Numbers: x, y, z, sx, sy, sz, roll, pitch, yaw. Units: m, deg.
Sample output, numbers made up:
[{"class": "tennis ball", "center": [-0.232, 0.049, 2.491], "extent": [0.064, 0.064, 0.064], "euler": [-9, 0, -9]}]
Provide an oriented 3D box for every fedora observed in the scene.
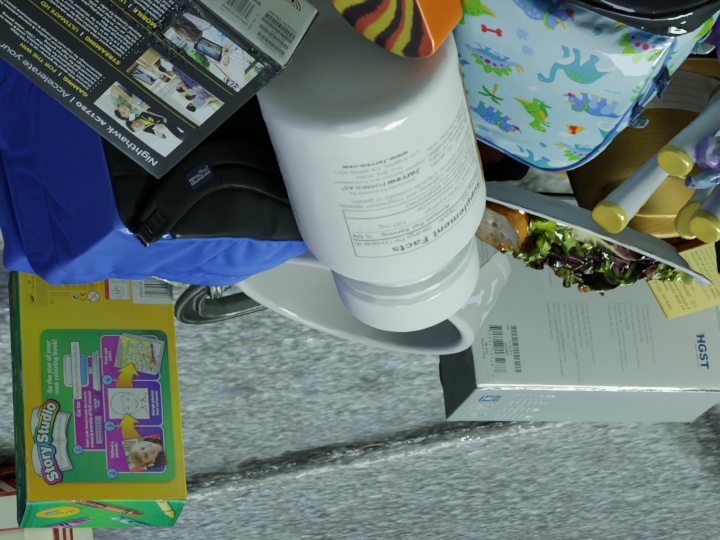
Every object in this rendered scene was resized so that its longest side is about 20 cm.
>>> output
[{"class": "fedora", "center": [0.198, -0.074, 1.612], "extent": [0.200, 0.082, 0.201], "euler": [-4, 158, -2]}]

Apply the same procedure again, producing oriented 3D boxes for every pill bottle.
[{"class": "pill bottle", "center": [0.013, -0.059, 1.374], "extent": [0.114, 0.114, 0.200], "euler": [-8, 141, 6]}]

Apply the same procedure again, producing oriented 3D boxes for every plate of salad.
[{"class": "plate of salad", "center": [0.131, -0.015, 1.553], "extent": [0.200, 0.048, 0.200], "euler": [19, 178, 1]}]

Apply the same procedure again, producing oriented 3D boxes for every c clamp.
[{"class": "c clamp", "center": [-0.047, -0.005, 1.773], "extent": [0.200, 0.027, 0.171], "euler": [-17, 168, -3]}]

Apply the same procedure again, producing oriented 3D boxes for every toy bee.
[{"class": "toy bee", "center": [-0.009, -0.210, 1.242], "extent": [0.109, 0.200, 0.131], "euler": [13, -155, 29]}]

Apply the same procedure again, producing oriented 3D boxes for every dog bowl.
[{"class": "dog bowl", "center": [0.000, 0.000, 1.618], "extent": [0.200, 0.059, 0.200], "euler": [16, 165, 4]}]

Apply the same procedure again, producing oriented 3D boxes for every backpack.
[{"class": "backpack", "center": [0.117, -0.146, 1.357], "extent": [0.163, 0.154, 0.200], "euler": [25, 171, 0]}, {"class": "backpack", "center": [-0.122, -0.071, 1.462], "extent": [0.200, 0.163, 0.168], "euler": [-1, 166, -43]}]

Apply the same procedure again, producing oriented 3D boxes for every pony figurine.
[{"class": "pony figurine", "center": [0.241, -0.111, 1.424], "extent": [0.167, 0.200, 0.193], "euler": [40, 156, -1]}]

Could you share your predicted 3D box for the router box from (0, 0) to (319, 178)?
[{"class": "router box", "center": [-0.142, -0.152, 1.268], "extent": [0.200, 0.051, 0.149], "euler": [39, 142, -13]}]

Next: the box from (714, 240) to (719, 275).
[{"class": "box", "center": [0.350, -0.020, 1.522], "extent": [0.200, 0.044, 0.160], "euler": [17, 149, -37]}]

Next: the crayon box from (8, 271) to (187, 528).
[{"class": "crayon box", "center": [-0.196, 0.087, 1.760], "extent": [0.119, 0.200, 0.058], "euler": [1, 156, -15]}]

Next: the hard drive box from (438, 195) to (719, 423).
[{"class": "hard drive box", "center": [0.159, 0.029, 1.761], "extent": [0.200, 0.156, 0.077], "euler": [2, 157, -16]}]

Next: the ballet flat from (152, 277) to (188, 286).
[{"class": "ballet flat", "center": [-0.148, -0.032, 1.654], "extent": [0.200, 0.076, 0.064], "euler": [3, 149, -25]}]

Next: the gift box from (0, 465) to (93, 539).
[{"class": "gift box", "center": [-0.343, 0.276, 2.194], "extent": [0.184, 0.187, 0.200], "euler": [-8, 173, 11]}]

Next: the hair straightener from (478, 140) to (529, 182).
[{"class": "hair straightener", "center": [0.027, -0.061, 1.626], "extent": [0.200, 0.041, 0.077], "euler": [-13, 154, 26]}]

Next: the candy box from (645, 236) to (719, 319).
[{"class": "candy box", "center": [0.302, -0.044, 1.663], "extent": [0.200, 0.117, 0.056], "euler": [-18, 117, 28]}]
